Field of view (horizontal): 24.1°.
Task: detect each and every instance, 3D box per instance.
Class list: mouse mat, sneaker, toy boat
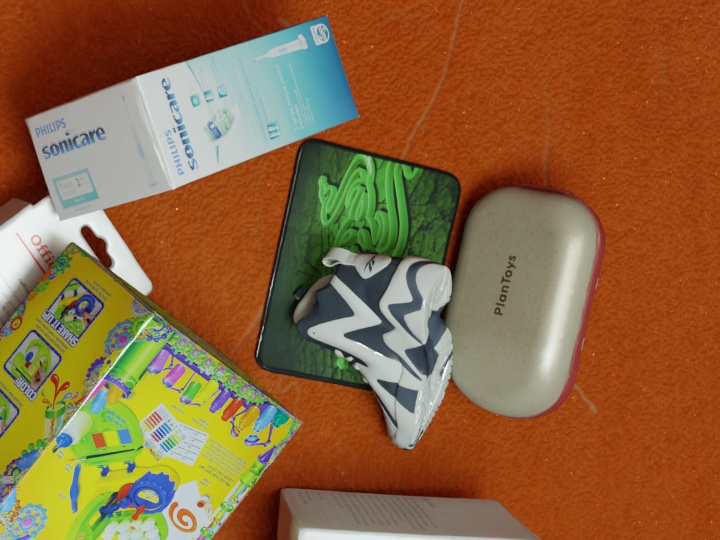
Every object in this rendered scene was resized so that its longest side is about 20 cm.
[{"bbox_3d":[0.000,0.000,1.445,0.160,0.008,0.202,12,90,-26],"label":"mouse mat"},{"bbox_3d":[0.005,0.058,1.416,0.080,0.129,0.200,-56,156,-35],"label":"sneaker"},{"bbox_3d":[0.155,0.030,1.473,0.130,0.130,0.202,13,90,-55],"label":"toy boat"}]

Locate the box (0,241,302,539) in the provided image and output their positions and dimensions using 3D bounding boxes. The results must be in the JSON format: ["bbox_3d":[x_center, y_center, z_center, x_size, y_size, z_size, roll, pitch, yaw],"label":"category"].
[{"bbox_3d":[-0.185,0.122,1.256,0.193,0.122,0.200,-51,139,-4],"label":"box"}]

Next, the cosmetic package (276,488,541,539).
[{"bbox_3d":[0.031,0.278,1.377,0.198,0.165,0.166,4,93,-8],"label":"cosmetic package"}]

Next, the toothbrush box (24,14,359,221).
[{"bbox_3d":[-0.124,-0.114,1.259,0.199,0.146,0.086,-25,99,-44],"label":"toothbrush box"}]

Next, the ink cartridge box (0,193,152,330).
[{"bbox_3d":[-0.273,0.027,1.286,0.200,0.067,0.116,-38,110,-17],"label":"ink cartridge box"}]
